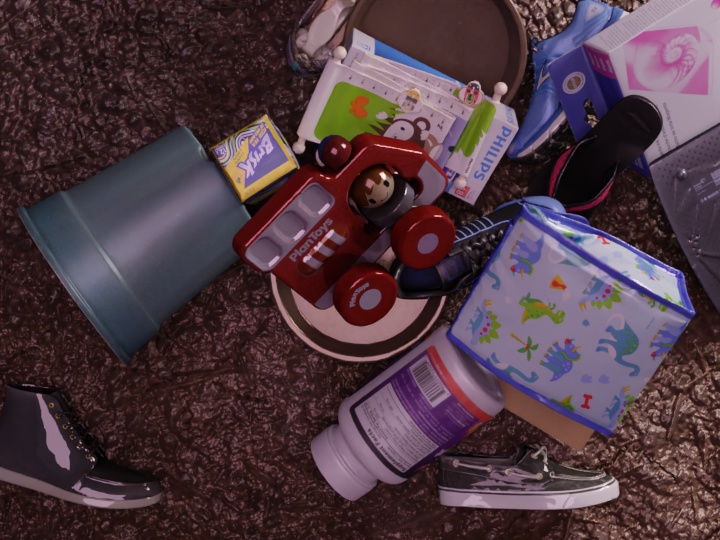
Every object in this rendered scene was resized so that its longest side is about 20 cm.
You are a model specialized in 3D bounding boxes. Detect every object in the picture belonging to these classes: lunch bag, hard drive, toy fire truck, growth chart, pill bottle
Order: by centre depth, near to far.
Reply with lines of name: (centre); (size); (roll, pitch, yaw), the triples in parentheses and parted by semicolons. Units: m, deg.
toy fire truck: (-0.012, -0.053, 1.463); (0.200, 0.112, 0.168); (-45, 134, 7)
lunch bag: (0.211, 0.043, 1.498); (0.199, 0.128, 0.171); (25, 112, -8)
growth chart: (0.038, -0.153, 1.520); (0.199, 0.018, 0.145); (14, 117, -5)
pill bottle: (0.047, 0.159, 1.570); (0.200, 0.111, 0.112); (-38, 92, 15)
hard drive: (0.402, -0.060, 1.583); (0.134, 0.042, 0.201); (-30, 105, 1)

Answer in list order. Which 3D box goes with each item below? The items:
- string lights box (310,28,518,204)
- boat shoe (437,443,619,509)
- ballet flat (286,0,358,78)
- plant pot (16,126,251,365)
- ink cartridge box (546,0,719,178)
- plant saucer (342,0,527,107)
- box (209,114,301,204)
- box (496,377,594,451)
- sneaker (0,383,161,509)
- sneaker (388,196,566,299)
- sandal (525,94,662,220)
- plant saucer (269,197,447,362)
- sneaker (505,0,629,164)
string lights box: (0.057, -0.164, 1.557); (0.199, 0.059, 0.103); (25, 115, -11)
boat shoe: (0.184, 0.225, 1.599); (0.199, 0.071, 0.064); (-1, 94, 2)
ballet flat: (-0.009, -0.294, 1.580); (0.072, 0.072, 0.201); (38, 92, -1)
plant pot: (-0.224, -0.039, 1.540); (0.196, 0.200, 0.201); (-36, 92, -7)
ink cartridge box: (0.315, -0.192, 1.538); (0.199, 0.043, 0.197); (-33, 135, 1)
plant saucer: (0.079, -0.236, 1.570); (0.199, 0.030, 0.201); (1, 116, 1)
box: (-0.104, -0.113, 1.521); (0.070, 0.200, 0.065); (-32, 91, 1)
box: (0.221, 0.077, 1.587); (0.163, 0.021, 0.201); (30, 111, 0)
sneaker: (-0.308, 0.192, 1.597); (0.199, 0.075, 0.107); (13, 95, 1)
sneaker: (0.122, -0.016, 1.525); (0.199, 0.078, 0.070); (-23, 102, 14)
sandal: (0.236, -0.102, 1.529); (0.075, 0.045, 0.200); (40, 122, 1)
plant saucer: (0.000, 0.000, 1.604); (0.199, 0.029, 0.201); (0, 93, 0)
sneaker: (0.215, -0.206, 1.588); (0.089, 0.078, 0.201); (36, 98, 21)
